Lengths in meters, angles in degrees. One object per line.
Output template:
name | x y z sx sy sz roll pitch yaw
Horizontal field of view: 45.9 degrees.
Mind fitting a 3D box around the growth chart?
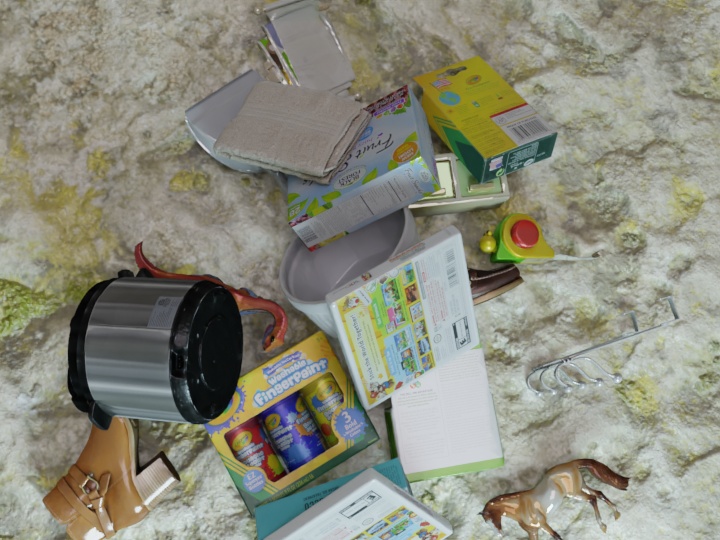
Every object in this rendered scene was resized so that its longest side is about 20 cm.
growth chart | -0.082 -0.316 1.251 0.143 0.018 0.203 -18 84 -22

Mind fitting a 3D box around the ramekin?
ramekin | 0.000 0.000 1.136 0.200 0.199 0.105 -46 126 -12

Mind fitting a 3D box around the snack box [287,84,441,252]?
snack box | 0.000 -0.138 1.138 0.198 0.068 0.170 -25 40 19

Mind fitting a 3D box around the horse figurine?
horse figurine | 0.277 0.327 1.182 0.199 0.050 0.133 -38 77 -3

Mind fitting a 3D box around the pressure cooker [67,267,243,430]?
pressure cooker | -0.261 0.092 1.044 0.197 0.176 0.182 2 105 16

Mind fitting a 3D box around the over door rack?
over door rack | 0.339 0.118 1.179 0.198 0.148 0.067 -29 83 -10

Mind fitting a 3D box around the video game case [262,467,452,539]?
video game case | -0.010 0.340 1.067 0.199 0.023 0.182 -37 129 14

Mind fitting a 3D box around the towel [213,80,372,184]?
towel | -0.093 -0.189 1.141 0.198 0.035 0.133 16 61 27

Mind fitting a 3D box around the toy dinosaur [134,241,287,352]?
toy dinosaur | -0.186 0.050 1.119 0.179 0.200 0.106 -2 59 37

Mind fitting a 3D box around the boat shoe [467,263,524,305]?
boat shoe | 0.134 0.026 1.207 0.198 0.070 0.071 -22 88 -10

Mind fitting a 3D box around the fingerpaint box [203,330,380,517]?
fingerpaint box | -0.099 0.204 1.147 0.198 0.073 0.168 -28 86 -11

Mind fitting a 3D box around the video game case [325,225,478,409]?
video game case | 0.059 0.063 1.064 0.180 0.202 0.023 -29 43 -13

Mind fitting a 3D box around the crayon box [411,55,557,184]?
crayon box | 0.174 -0.222 1.227 0.125 0.051 0.201 -21 54 -19

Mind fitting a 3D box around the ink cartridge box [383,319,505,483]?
ink cartridge box | 0.106 0.180 1.177 0.145 0.076 0.203 -7 80 -8

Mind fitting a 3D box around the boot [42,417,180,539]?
boot | -0.351 0.250 1.116 0.154 0.077 0.201 -36 94 -7

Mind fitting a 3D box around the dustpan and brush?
dustpan and brush | -0.143 -0.174 1.222 0.139 0.057 0.200 -38 80 -23

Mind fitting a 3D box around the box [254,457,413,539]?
box | -0.029 0.312 1.086 0.197 0.083 0.049 -19 42 1

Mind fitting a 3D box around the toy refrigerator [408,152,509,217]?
toy refrigerator | 0.109 -0.124 1.231 0.197 0.070 0.077 -6 81 -9

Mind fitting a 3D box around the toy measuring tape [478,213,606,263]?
toy measuring tape | 0.264 -0.047 1.242 0.197 0.074 0.075 -1 80 -15
